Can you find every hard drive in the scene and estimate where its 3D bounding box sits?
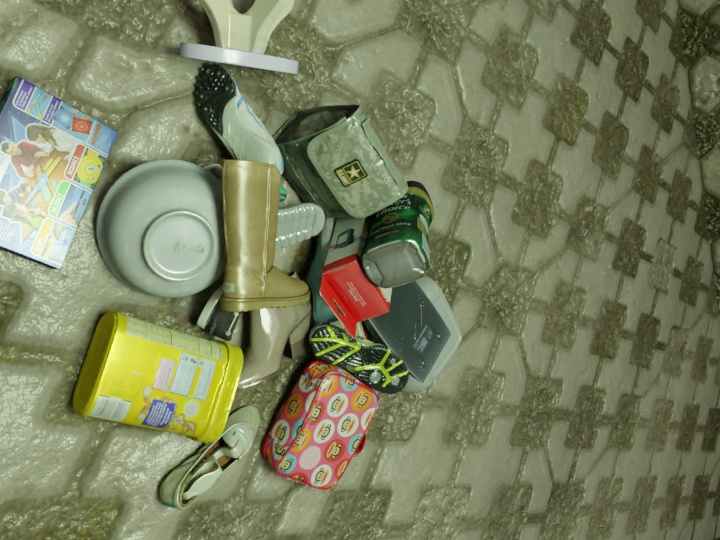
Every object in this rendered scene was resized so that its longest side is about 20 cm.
[{"bbox_3d":[0.080,0.096,1.146,0.200,0.042,0.135,51,57,-25],"label":"hard drive"}]

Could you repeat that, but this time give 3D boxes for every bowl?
[{"bbox_3d":[-0.253,-0.044,0.851,0.199,0.090,0.204,-9,111,-23],"label":"bowl"},{"bbox_3d":[0.128,0.129,1.268,0.200,0.074,0.201,-47,121,-33],"label":"bowl"}]

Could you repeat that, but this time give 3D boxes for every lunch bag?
[{"bbox_3d":[-0.055,0.270,1.074,0.176,0.082,0.201,34,84,-37],"label":"lunch bag"},{"bbox_3d":[-0.033,-0.177,1.020,0.118,0.199,0.165,-54,125,-27],"label":"lunch bag"}]

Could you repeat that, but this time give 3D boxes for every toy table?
[{"bbox_3d":[-0.172,-0.361,0.917,0.199,0.182,0.119,-23,124,-59],"label":"toy table"}]

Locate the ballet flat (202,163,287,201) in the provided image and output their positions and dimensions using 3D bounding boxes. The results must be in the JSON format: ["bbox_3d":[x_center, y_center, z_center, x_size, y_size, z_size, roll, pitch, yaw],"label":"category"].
[{"bbox_3d":[-0.197,-0.133,0.963,0.199,0.067,0.071,-14,89,-43],"label":"ballet flat"}]

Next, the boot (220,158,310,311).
[{"bbox_3d":[-0.128,-0.049,0.885,0.175,0.065,0.203,-6,100,-59],"label":"boot"}]

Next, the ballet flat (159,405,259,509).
[{"bbox_3d":[-0.216,0.291,0.961,0.200,0.062,0.068,-43,119,-33],"label":"ballet flat"}]

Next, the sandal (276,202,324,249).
[{"bbox_3d":[-0.155,-0.071,1.013,0.201,0.050,0.083,-7,117,-28],"label":"sandal"}]

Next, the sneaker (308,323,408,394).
[{"bbox_3d":[0.000,0.143,1.078,0.199,0.076,0.076,34,93,-18],"label":"sneaker"}]

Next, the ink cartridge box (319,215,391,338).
[{"bbox_3d":[0.000,0.000,1.038,0.117,0.067,0.201,55,28,-30],"label":"ink cartridge box"}]

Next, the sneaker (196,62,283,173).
[{"bbox_3d":[-0.186,-0.221,0.955,0.071,0.072,0.201,-31,89,7],"label":"sneaker"}]

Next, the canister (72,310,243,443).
[{"bbox_3d":[-0.281,0.152,0.881,0.199,0.086,0.150,25,75,-39],"label":"canister"}]

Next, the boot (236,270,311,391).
[{"bbox_3d":[-0.156,0.089,1.004,0.199,0.070,0.148,-28,113,-49],"label":"boot"}]

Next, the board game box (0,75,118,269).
[{"bbox_3d":[-0.409,-0.119,0.785,0.135,0.034,0.202,29,72,-39],"label":"board game box"}]

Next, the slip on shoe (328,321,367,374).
[{"bbox_3d":[-0.023,0.088,1.139,0.061,0.073,0.202,-39,117,-84],"label":"slip on shoe"}]

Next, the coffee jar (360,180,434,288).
[{"bbox_3d":[0.064,-0.065,1.015,0.086,0.103,0.201,60,24,-28],"label":"coffee jar"}]

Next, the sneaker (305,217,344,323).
[{"bbox_3d":[-0.066,-0.004,1.088,0.074,0.081,0.202,36,43,-53],"label":"sneaker"}]

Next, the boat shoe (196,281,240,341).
[{"bbox_3d":[-0.175,0.011,0.947,0.060,0.074,0.201,30,85,-7],"label":"boat shoe"}]
